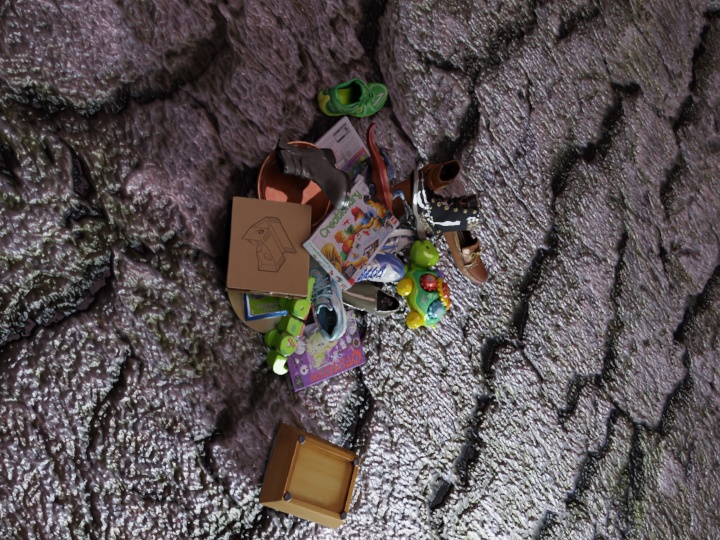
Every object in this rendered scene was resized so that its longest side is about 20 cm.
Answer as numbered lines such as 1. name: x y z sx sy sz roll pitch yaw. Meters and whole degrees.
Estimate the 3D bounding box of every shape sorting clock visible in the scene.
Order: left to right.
1. shape sorting clock: -0.183 0.024 1.541 0.196 0.039 0.207 3 85 -36

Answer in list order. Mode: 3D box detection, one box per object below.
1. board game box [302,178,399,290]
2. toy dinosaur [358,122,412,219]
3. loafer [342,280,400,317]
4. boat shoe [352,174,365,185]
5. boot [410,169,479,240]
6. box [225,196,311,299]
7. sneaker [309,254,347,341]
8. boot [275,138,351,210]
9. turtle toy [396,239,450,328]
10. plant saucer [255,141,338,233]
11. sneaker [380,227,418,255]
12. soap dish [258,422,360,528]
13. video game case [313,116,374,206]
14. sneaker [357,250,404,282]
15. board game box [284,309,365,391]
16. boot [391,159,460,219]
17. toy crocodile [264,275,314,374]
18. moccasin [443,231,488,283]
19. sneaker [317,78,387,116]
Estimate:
1. board game box: -0.016 -0.076 1.545 0.126 0.034 0.201 45 56 -11
2. toy dinosaur: 0.035 -0.177 1.657 0.201 0.103 0.185 54 24 -48
3. loafer: 0.010 0.051 1.671 0.196 0.069 0.077 17 73 -36
4. boat shoe: -0.009 -0.118 1.626 0.067 0.074 0.203 22 50 -9
5. boot: 0.186 -0.149 1.668 0.203 0.146 0.075 76 12 -48
6. box: -0.179 -0.046 1.493 0.159 0.021 0.205 6 63 -12
7. sneaker: -0.070 0.046 1.540 0.086 0.075 0.206 -57 133 -77
8. boot: -0.101 -0.189 1.510 0.127 0.202 0.069 5 124 -27
9. turtle toy: 0.148 0.034 1.732 0.145 0.099 0.206 -28 103 -68
10. plant saucer: -0.128 -0.167 1.599 0.195 0.032 0.207 1 88 -26
11. sneaker: 0.050 -0.051 1.728 0.196 0.076 0.088 -10 99 -31
12. soap dish: -0.095 0.415 1.525 0.197 0.080 0.161 29 66 -30
13. video game case: -0.044 -0.215 1.701 0.200 0.023 0.184 -47 112 -34
14. sneaker: 0.000 0.000 1.624 0.194 0.077 0.089 12 36 -7
15. board game box: -0.082 0.167 1.609 0.197 0.032 0.124 -17 98 -39
16. boot: 0.137 -0.181 1.753 0.199 0.154 0.078 -41 107 -35
17. toy crocodile: -0.137 0.105 1.509 0.061 0.067 0.205 25 82 -38
18. moccasin: 0.266 -0.060 1.887 0.073 0.077 0.206 -32 103 -36
19. sneaker: -0.004 -0.390 1.720 0.197 0.083 0.076 -20 95 -39
